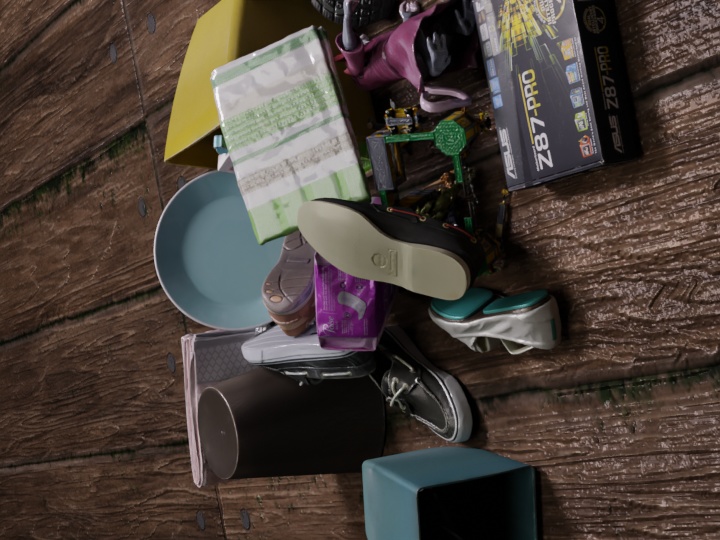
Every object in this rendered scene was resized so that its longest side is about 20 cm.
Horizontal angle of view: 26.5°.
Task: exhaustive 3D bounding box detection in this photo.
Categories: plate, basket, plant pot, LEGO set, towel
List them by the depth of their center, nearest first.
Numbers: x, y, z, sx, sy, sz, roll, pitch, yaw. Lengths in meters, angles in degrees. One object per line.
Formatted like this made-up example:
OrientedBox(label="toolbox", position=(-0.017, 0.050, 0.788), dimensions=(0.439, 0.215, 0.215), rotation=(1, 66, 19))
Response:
OrientedBox(label="LEGO set", position=(0.089, -0.091, 1.626), dimensions=(0.153, 0.116, 0.202), rotation=(-10, 105, 31))
OrientedBox(label="towel", position=(-0.075, -0.145, 1.648), dimensions=(0.148, 0.031, 0.202), rotation=(-20, 81, 23))
OrientedBox(label="plant pot", position=(0.084, 0.270, 1.681), dimensions=(0.200, 0.140, 0.143), rotation=(-163, 68, -65))
OrientedBox(label="plant pot", position=(-0.109, -0.227, 1.830), dimensions=(0.200, 0.198, 0.178), rotation=(-20, 68, 59))
OrientedBox(label="plate", position=(-0.152, -0.025, 1.868), dimensions=(0.026, 0.198, 0.202), rotation=(92, 164, -80))
OrientedBox(label="basket", position=(-0.088, 0.182, 1.879), dimensions=(0.136, 0.198, 0.182), rotation=(15, 111, 57))
OrientedBox(label="towel", position=(-0.129, 0.164, 1.945), dimensions=(0.032, 0.199, 0.193), rotation=(4, 100, 56))

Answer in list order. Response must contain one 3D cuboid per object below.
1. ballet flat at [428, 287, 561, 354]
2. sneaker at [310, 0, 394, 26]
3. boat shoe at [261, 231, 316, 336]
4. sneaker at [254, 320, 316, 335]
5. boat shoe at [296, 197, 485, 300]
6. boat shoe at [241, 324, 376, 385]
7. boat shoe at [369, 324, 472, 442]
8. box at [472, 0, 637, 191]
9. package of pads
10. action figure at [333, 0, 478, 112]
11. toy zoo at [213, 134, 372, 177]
OrientedBox(label="ballet flat", position=(0.139, 0.058, 1.603), dimensions=(0.199, 0.069, 0.070), rotation=(-1, 97, 59))
OrientedBox(label="sneaker", position=(-0.045, -0.342, 1.757), dimensions=(0.199, 0.091, 0.076), rotation=(26, 116, 15))
OrientedBox(label="boat shoe", position=(-0.057, -0.003, 1.813), dimensions=(0.075, 0.200, 0.072), rotation=(9, 134, 27))
OrientedBox(label="sneaker", position=(-0.056, 0.007, 1.900), dimensions=(0.114, 0.075, 0.202), rotation=(3, 71, 27))
OrientedBox(label="boat shoe", position=(0.030, -0.030, 1.574), dimensions=(0.200, 0.063, 0.074), rotation=(19, 127, 18))
OrientedBox(label="boat shoe", position=(-0.064, 0.104, 1.795), dimensions=(0.199, 0.072, 0.071), rotation=(-3, 118, 49))
OrientedBox(label="boat shoe", position=(0.055, 0.135, 1.757), dimensions=(0.200, 0.063, 0.071), rotation=(44, 133, 46))
OrientedBox(label="box", position=(0.184, -0.188, 1.466), dimensions=(0.161, 0.049, 0.202), rotation=(-12, 88, 63))
OrientedBox(label="package of pads", position=(0.000, 0.000, 1.712), dimensions=(0.200, 0.075, 0.122), rotation=(-63, -28, -69))
OrientedBox(label="action figure", position=(0.047, -0.224, 1.617), dimensions=(0.199, 0.133, 0.150), rotation=(-13, 88, 50))
OrientedBox(label="toy zoo", position=(-0.078, -0.132, 1.778), dimensions=(0.131, 0.198, 0.021), rotation=(-23, 63, 58))
